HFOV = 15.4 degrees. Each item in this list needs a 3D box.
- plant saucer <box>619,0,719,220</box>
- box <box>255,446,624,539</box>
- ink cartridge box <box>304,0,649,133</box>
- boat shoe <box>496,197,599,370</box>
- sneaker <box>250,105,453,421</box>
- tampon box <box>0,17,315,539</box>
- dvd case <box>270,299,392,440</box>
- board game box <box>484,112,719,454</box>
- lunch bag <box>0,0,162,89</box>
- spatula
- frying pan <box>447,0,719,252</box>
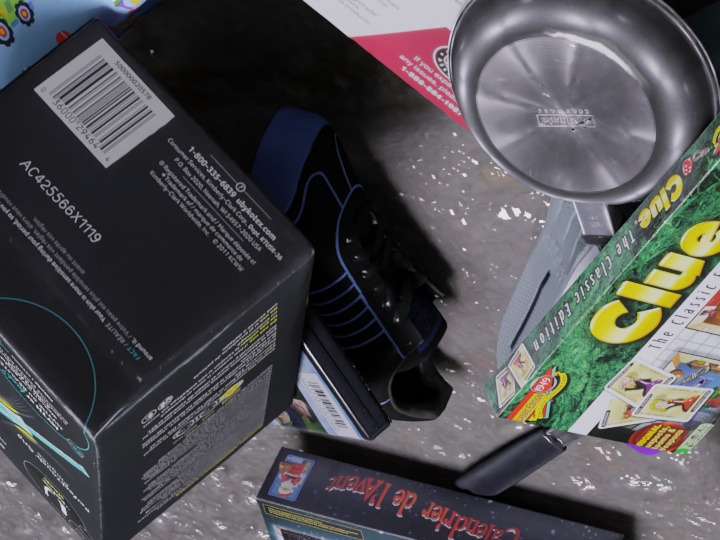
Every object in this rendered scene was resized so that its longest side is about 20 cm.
[{"bbox_3d":[0.192,-0.033,1.101,0.200,0.027,0.200,3,131,3],"label":"plant saucer"},{"bbox_3d":[0.051,0.171,1.445,0.200,0.038,0.137,13,144,22],"label":"box"},{"bbox_3d":[0.061,-0.162,1.060,0.148,0.086,0.200,40,139,-9],"label":"ink cartridge box"},{"bbox_3d":[0.123,-0.019,1.196,0.067,0.074,0.200,6,139,-19],"label":"boat shoe"},{"bbox_3d":[0.000,0.000,1.290,0.078,0.070,0.200,13,145,20],"label":"sneaker"},{"bbox_3d":[-0.117,0.014,1.190,0.150,0.126,0.200,47,162,12],"label":"tampon box"},{"bbox_3d":[-0.069,0.018,1.314,0.143,0.018,0.200,56,161,-15],"label":"dvd case"},{"bbox_3d":[0.146,0.002,1.085,0.105,0.023,0.200,14,133,-28],"label":"board game box"},{"bbox_3d":[-0.157,-0.196,1.184,0.200,0.094,0.151,52,139,-4],"label":"lunch bag"},{"bbox_3d":[0.105,0.084,1.339,0.057,0.021,0.200,39,145,-12],"label":"spatula"},{"bbox_3d":[0.081,-0.042,1.080,0.115,0.031,0.190,21,134,11],"label":"frying pan"}]
